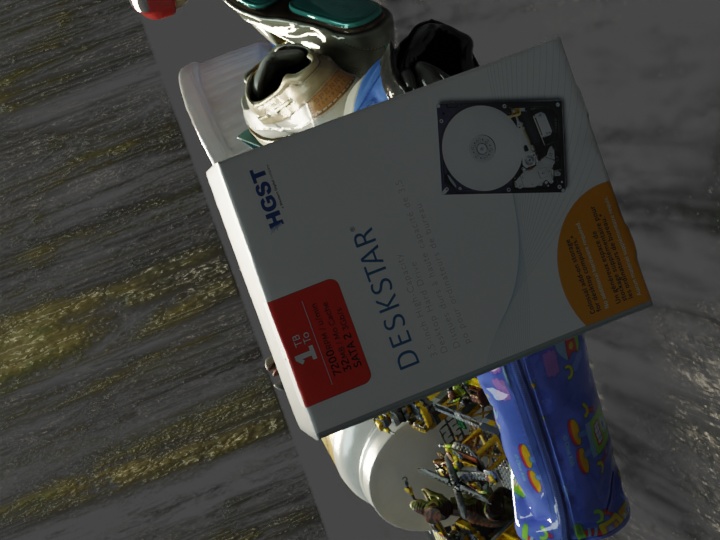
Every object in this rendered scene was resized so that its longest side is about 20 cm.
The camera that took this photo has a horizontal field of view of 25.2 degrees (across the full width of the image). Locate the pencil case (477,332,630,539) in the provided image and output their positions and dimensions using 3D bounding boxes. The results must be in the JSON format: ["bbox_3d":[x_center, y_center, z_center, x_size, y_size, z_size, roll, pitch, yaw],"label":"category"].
[{"bbox_3d":[0.112,0.081,1.017,0.087,0.077,0.201,-57,-46,-59],"label":"pencil case"}]

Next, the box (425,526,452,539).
[{"bbox_3d":[0.071,0.187,1.595,0.159,0.046,0.201,-127,19,-61],"label":"box"}]

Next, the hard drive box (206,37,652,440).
[{"bbox_3d":[0.036,-0.018,0.881,0.077,0.199,0.157,179,69,-80],"label":"hard drive box"}]

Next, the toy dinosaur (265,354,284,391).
[{"bbox_3d":[0.000,0.000,1.267,0.086,0.200,0.136,24,-160,-49],"label":"toy dinosaur"}]

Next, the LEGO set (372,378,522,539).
[{"bbox_3d":[0.073,0.177,1.187,0.153,0.116,0.201,24,144,46],"label":"LEGO set"}]

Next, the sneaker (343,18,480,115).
[{"bbox_3d":[0.033,-0.066,0.994,0.111,0.076,0.201,-45,30,49],"label":"sneaker"}]

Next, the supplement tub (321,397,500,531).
[{"bbox_3d":[0.031,0.109,1.354,0.200,0.143,0.145,-124,16,-54],"label":"supplement tub"}]

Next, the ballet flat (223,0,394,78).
[{"bbox_3d":[-0.049,-0.194,1.249,0.199,0.067,0.064,31,146,40],"label":"ballet flat"}]

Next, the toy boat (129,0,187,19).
[{"bbox_3d":[-0.232,-0.288,1.347,0.201,0.130,0.131,56,169,27],"label":"toy boat"}]

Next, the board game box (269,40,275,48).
[{"bbox_3d":[-0.056,-0.240,1.406,0.200,0.045,0.153,88,159,-64],"label":"board game box"}]

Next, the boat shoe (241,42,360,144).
[{"bbox_3d":[-0.048,-0.134,1.191,0.068,0.075,0.200,47,167,-22],"label":"boat shoe"}]

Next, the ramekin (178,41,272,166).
[{"bbox_3d":[-0.086,-0.126,1.550,0.203,0.094,0.202,60,-173,-12],"label":"ramekin"}]

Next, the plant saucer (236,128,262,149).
[{"bbox_3d":[-0.032,-0.080,1.358,0.070,0.019,0.200,22,177,25],"label":"plant saucer"}]
